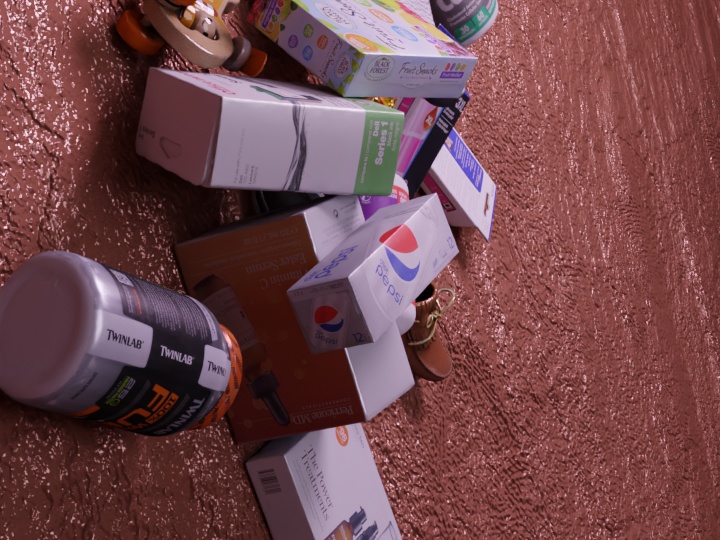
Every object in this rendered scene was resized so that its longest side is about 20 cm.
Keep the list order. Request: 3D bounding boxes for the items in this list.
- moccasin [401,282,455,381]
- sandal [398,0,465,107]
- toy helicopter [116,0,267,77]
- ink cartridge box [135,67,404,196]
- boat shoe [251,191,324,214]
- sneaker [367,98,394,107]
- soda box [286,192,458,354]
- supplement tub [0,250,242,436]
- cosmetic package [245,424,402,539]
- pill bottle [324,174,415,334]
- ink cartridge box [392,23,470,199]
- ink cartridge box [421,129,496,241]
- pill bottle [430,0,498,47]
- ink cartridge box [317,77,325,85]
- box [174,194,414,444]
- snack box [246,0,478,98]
[{"bbox_3d":[0.059,0.036,1.682,0.074,0.077,0.202,-46,118,-55],"label":"moccasin"},{"bbox_3d":[0.047,-0.258,1.606,0.076,0.043,0.201,-2,62,-38],"label":"sandal"},{"bbox_3d":[-0.144,-0.243,1.439,0.132,0.079,0.200,38,24,-10],"label":"toy helicopter"},{"bbox_3d":[-0.084,-0.126,1.365,0.199,0.146,0.085,1,106,-37],"label":"ink cartridge box"},{"bbox_3d":[-0.039,-0.025,1.481,0.200,0.069,0.057,51,-2,12],"label":"boat shoe"},{"bbox_3d":[-0.002,-0.179,1.669,0.073,0.077,0.201,44,45,-45],"label":"sneaker"},{"bbox_3d":[0.015,0.000,1.331,0.200,0.068,0.064,-43,115,-55],"label":"soda box"},{"bbox_3d":[-0.191,0.065,1.204,0.200,0.122,0.123,24,58,-53],"label":"supplement tub"},{"bbox_3d":[-0.027,0.246,1.483,0.151,0.051,0.201,-39,112,-60],"label":"cosmetic package"},{"bbox_3d":[0.000,0.000,1.564,0.112,0.112,0.201,23,59,-54],"label":"pill bottle"},{"bbox_3d":[0.071,-0.175,1.720,0.201,0.037,0.095,-62,149,-2],"label":"ink cartridge box"},{"bbox_3d":[0.107,-0.128,1.858,0.200,0.037,0.095,47,40,-37],"label":"ink cartridge box"},{"bbox_3d":[0.079,-0.375,1.849,0.200,0.113,0.113,51,39,-36],"label":"pill bottle"},{"bbox_3d":[-0.048,-0.277,1.614,0.200,0.059,0.104,44,33,3],"label":"ink cartridge box"},{"bbox_3d":[-0.061,0.044,1.404,0.106,0.152,0.201,-28,102,-60],"label":"box"},{"bbox_3d":[0.006,-0.226,1.470,0.142,0.053,0.200,39,27,28],"label":"snack box"}]
